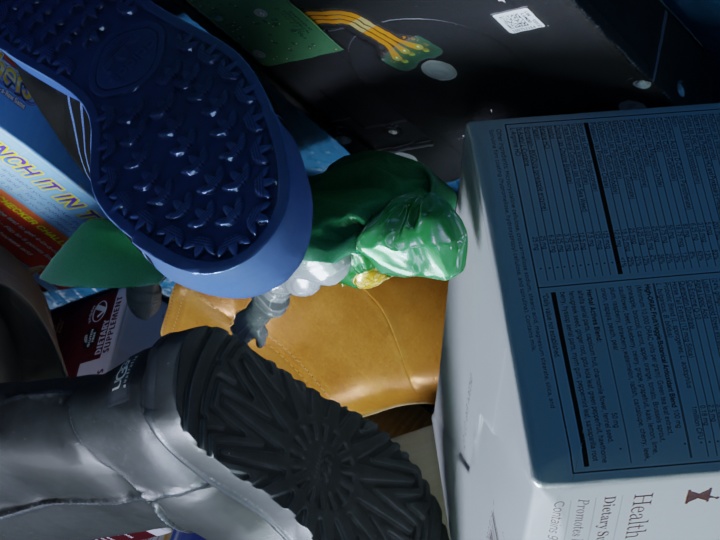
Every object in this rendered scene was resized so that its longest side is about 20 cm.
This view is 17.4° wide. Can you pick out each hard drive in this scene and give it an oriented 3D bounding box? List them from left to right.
[{"bbox_3d":[0.013,-0.097,0.794,0.139,0.038,0.200,-9,148,38],"label":"hard drive"}]

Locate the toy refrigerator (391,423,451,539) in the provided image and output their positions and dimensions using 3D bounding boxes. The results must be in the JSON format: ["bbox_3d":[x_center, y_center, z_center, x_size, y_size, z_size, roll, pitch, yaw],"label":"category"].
[{"bbox_3d":[0.111,0.086,0.967,0.199,0.076,0.070,-18,155,-14],"label":"toy refrigerator"}]

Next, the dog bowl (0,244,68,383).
[{"bbox_3d":[-0.216,0.045,0.977,0.199,0.059,0.200,-3,142,-2],"label":"dog bowl"}]

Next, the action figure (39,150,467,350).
[{"bbox_3d":[-0.022,-0.009,0.845,0.200,0.118,0.055,-2,112,60],"label":"action figure"}]

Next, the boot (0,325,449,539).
[{"bbox_3d":[-0.086,0.092,0.905,0.200,0.066,0.165,-17,130,39],"label":"boot"}]

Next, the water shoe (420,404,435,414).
[{"bbox_3d":[0.006,0.098,1.071,0.200,0.072,0.079,-10,-171,45],"label":"water shoe"}]

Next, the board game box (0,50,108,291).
[{"bbox_3d":[-0.195,-0.058,0.953,0.195,0.056,0.200,-7,148,36],"label":"board game box"}]

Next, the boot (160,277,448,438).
[{"bbox_3d":[0.000,0.000,0.968,0.144,0.071,0.201,37,129,3],"label":"boot"}]

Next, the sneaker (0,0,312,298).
[{"bbox_3d":[-0.061,-0.043,0.812,0.078,0.070,0.200,49,-179,-44],"label":"sneaker"}]

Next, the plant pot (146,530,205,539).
[{"bbox_3d":[-0.065,0.191,1.252,0.180,0.200,0.200,33,149,-24],"label":"plant pot"}]

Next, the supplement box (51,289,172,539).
[{"bbox_3d":[-0.160,0.085,1.171,0.061,0.109,0.200,29,149,-30],"label":"supplement box"}]

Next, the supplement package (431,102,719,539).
[{"bbox_3d":[0.137,0.053,0.827,0.199,0.147,0.191,-5,146,-5],"label":"supplement package"}]
